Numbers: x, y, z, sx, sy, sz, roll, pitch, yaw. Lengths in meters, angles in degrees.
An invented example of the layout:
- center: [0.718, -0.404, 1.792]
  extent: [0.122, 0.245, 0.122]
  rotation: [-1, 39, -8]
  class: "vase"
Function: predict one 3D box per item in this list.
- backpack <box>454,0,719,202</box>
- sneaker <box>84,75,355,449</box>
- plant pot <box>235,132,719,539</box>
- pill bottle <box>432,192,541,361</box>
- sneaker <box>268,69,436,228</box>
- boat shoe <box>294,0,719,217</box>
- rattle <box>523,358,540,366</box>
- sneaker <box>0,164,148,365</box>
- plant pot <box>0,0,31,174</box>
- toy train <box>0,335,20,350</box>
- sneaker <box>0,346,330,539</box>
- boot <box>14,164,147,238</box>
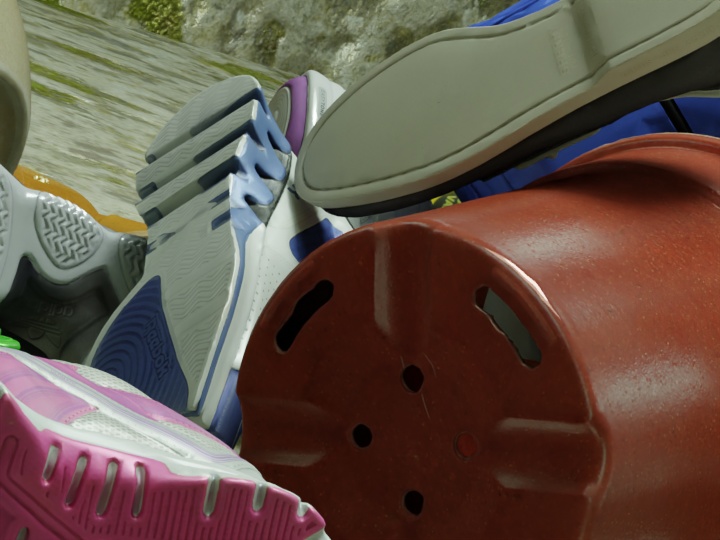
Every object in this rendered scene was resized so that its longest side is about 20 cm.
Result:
- center: [0.139, -0.074, 1.076]
  extent: [0.163, 0.200, 0.168]
  rotation: [58, -1, 10]
  class: "backpack"
- center: [-0.034, 0.023, 0.951]
  extent: [0.115, 0.080, 0.200]
  rotation: [42, 36, -27]
  class: "sneaker"
- center: [0.069, 0.051, 0.889]
  extent: [0.201, 0.201, 0.195]
  rotation: [24, 16, 31]
  class: "plant pot"
- center: [0.036, -0.001, 1.226]
  extent: [0.200, 0.115, 0.114]
  rotation: [5, 4, 15]
  class: "pill bottle"
- center: [0.000, 0.000, 1.112]
  extent: [0.099, 0.200, 0.075]
  rotation: [20, -36, -24]
  class: "sneaker"
- center: [0.068, -0.059, 0.920]
  extent: [0.063, 0.200, 0.073]
  rotation: [43, 33, -41]
  class: "boat shoe"
- center: [0.161, 0.058, 1.085]
  extent: [0.200, 0.143, 0.130]
  rotation: [41, 21, 8]
  class: "rattle"
- center: [-0.141, 0.011, 1.008]
  extent: [0.200, 0.076, 0.114]
  rotation: [35, -21, -32]
  class: "sneaker"
- center: [-0.222, -0.081, 1.075]
  extent: [0.134, 0.201, 0.200]
  rotation: [37, 16, 31]
  class: "plant pot"
- center: [-0.173, 0.043, 0.849]
  extent: [0.056, 0.042, 0.200]
  rotation: [10, 5, 10]
  class: "toy train"
- center: [-0.110, 0.064, 0.742]
  extent: [0.200, 0.081, 0.088]
  rotation: [26, 4, -20]
  class: "sneaker"
- center: [-0.124, -0.009, 1.190]
  extent: [0.201, 0.071, 0.144]
  rotation: [12, 15, -11]
  class: "boot"
